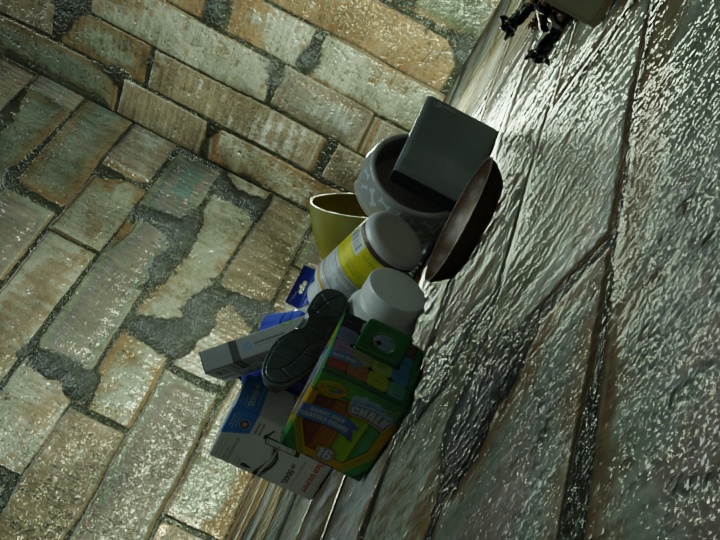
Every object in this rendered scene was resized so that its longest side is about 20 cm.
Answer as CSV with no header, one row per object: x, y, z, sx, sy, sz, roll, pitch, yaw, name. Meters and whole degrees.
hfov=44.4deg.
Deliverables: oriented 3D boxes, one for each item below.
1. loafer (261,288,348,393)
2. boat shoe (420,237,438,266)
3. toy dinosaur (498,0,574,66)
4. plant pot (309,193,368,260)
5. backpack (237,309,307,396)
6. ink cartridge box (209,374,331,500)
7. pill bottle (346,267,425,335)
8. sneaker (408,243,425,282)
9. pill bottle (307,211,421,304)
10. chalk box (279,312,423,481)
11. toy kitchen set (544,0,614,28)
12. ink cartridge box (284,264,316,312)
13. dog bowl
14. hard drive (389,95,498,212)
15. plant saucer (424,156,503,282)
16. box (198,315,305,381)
-0.077,0.112,1.290,0.200,0.072,0.063,-53,-17,-39,loafer
0.124,-0.083,1.551,0.073,0.063,0.200,-59,5,44,boat shoe
0.296,-0.395,1.370,0.136,0.102,0.200,-48,-15,-2,toy dinosaur
-0.005,-0.059,1.707,0.200,0.200,0.142,-73,-11,-72,plant pot
-0.111,0.173,1.621,0.200,0.167,0.163,-82,-22,-53,backpack
-0.138,0.289,1.524,0.146,0.200,0.084,-61,6,35,ink cartridge box
0.015,0.099,1.373,0.200,0.114,0.114,-60,4,34,pill bottle
0.082,-0.013,1.591,0.200,0.071,0.080,-65,0,-55,sneaker
0.000,0.000,1.439,0.200,0.109,0.109,-42,16,37,pill bottle
-0.002,0.151,1.151,0.200,0.125,0.124,-62,3,36,chalk box
0.291,-0.466,1.132,0.181,0.163,0.200,-59,5,48,toy kitchen set
-0.023,0.057,1.550,0.039,0.200,0.100,119,175,-50,ink cartridge box
0.091,-0.146,1.489,0.200,0.200,0.059,-65,3,-37,dog bowl
0.143,-0.195,1.483,0.200,0.139,0.033,-66,4,-38,hard drive
0.152,-0.066,1.262,0.201,0.034,0.200,-62,3,5,plant saucer
-0.148,0.126,1.442,0.156,0.200,0.041,68,-176,-78,box
